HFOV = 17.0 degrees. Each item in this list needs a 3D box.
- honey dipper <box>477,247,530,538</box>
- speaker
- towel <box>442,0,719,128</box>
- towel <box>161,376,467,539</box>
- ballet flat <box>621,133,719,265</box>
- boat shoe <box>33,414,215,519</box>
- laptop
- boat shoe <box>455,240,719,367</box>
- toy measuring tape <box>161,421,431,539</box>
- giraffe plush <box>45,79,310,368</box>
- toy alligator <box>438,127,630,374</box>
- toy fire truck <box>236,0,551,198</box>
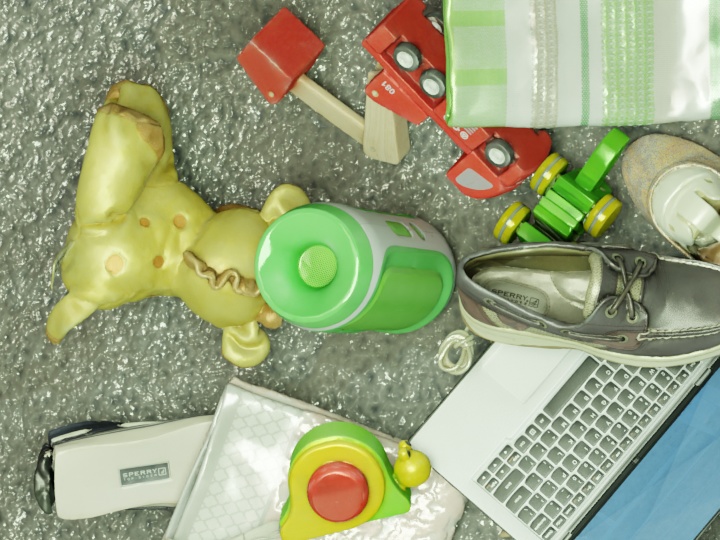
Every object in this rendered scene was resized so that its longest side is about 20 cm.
[{"bbox_3d":[0.099,0.083,1.666,0.038,0.038,0.201,-12,82,19],"label":"honey dipper"},{"bbox_3d":[0.000,0.000,1.616,0.088,0.200,0.089,-1,88,20],"label":"speaker"},{"bbox_3d":[0.154,-0.170,1.603,0.199,0.031,0.150,-3,93,-9],"label":"towel"},{"bbox_3d":[-0.041,0.197,1.684,0.190,0.032,0.201,22,97,-3],"label":"towel"},{"bbox_3d":[0.247,-0.021,1.597,0.200,0.067,0.068,44,101,16],"label":"ballet flat"},{"bbox_3d":[-0.137,0.132,1.735,0.199,0.093,0.075,-2,102,-10],"label":"boat shoe"},{"bbox_3d":[0.157,0.100,1.578,0.200,0.116,0.187,40,86,14],"label":"laptop"},{"bbox_3d":[0.156,0.017,1.557,0.199,0.065,0.072,5,71,17],"label":"boat shoe"},{"bbox_3d":[-0.051,0.147,1.630,0.199,0.074,0.074,-14,83,8],"label":"toy measuring tape"},{"bbox_3d":[-0.122,-0.022,1.695,0.162,0.200,0.173,14,126,-3],"label":"giraffe plush"},{"bbox_3d":[0.119,-0.011,1.638,0.059,0.054,0.200,37,93,14],"label":"toy alligator"},{"bbox_3d":[0.023,-0.118,1.674,0.200,0.049,0.141,46,140,-6],"label":"toy fire truck"}]
